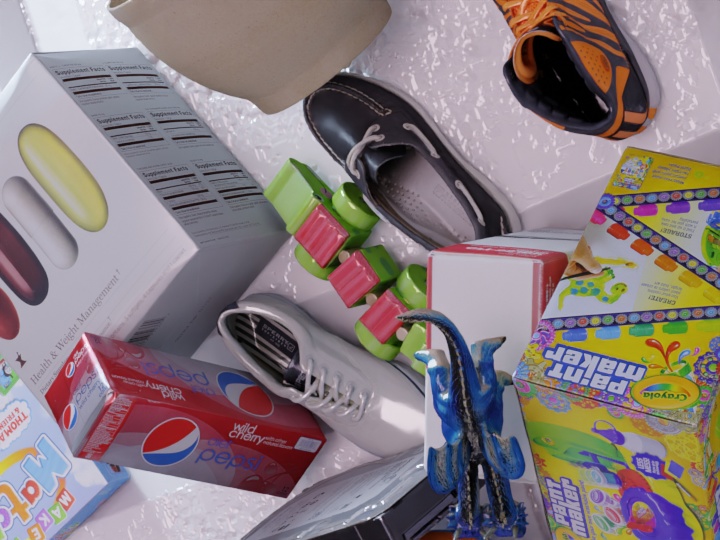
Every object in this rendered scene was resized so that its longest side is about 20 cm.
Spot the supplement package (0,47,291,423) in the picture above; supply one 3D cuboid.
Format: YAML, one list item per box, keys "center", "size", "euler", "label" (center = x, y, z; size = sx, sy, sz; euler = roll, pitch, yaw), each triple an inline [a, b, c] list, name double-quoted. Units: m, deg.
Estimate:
- center: [-0.198, -0.030, 1.755]
  size: [0.200, 0.147, 0.191]
  euler: [48, 115, 15]
  label: "supplement package"

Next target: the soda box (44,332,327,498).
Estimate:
- center: [-0.125, 0.107, 1.696]
  size: [0.064, 0.199, 0.070]
  euler: [-55, 43, 21]
  label: "soda box"

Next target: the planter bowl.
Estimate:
- center: [-0.063, -0.197, 1.654]
  size: [0.199, 0.201, 0.135]
  euler: [-31, 108, 28]
  label: "planter bowl"

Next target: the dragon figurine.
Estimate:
- center: [0.067, 0.097, 1.401]
  size: [0.058, 0.200, 0.100]
  euler: [-9, 62, 5]
  label: "dragon figurine"

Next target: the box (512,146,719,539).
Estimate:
- center: [0.197, 0.068, 1.471]
  size: [0.121, 0.193, 0.201]
  euler: [14, 146, 25]
  label: "box"

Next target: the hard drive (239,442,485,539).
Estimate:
- center: [-0.006, 0.174, 1.646]
  size: [0.199, 0.139, 0.038]
  euler: [-23, 99, 45]
  label: "hard drive"

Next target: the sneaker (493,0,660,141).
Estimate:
- center: [0.123, -0.176, 1.581]
  size: [0.078, 0.112, 0.201]
  euler: [-43, 75, 25]
  label: "sneaker"

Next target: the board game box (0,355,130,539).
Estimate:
- center: [-0.294, 0.133, 1.888]
  size: [0.151, 0.037, 0.201]
  euler: [-44, 75, 25]
  label: "board game box"

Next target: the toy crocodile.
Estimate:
- center: [0.000, 0.000, 1.697]
  size: [0.068, 0.062, 0.200]
  euler: [-46, 73, 24]
  label: "toy crocodile"

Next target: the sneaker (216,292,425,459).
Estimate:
- center: [-0.024, 0.085, 1.713]
  size: [0.199, 0.071, 0.074]
  euler: [30, 108, 21]
  label: "sneaker"

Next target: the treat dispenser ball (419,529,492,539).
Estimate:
- center: [0.055, 0.281, 1.615]
  size: [0.199, 0.200, 0.203]
  euler: [3, 97, 29]
  label: "treat dispenser ball"

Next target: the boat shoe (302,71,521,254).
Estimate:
- center: [0.027, -0.072, 1.675]
  size: [0.200, 0.060, 0.074]
  euler: [45, 115, 18]
  label: "boat shoe"

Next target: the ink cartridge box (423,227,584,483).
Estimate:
- center: [0.119, 0.052, 1.559]
  size: [0.083, 0.200, 0.146]
  euler: [4, 97, 25]
  label: "ink cartridge box"
